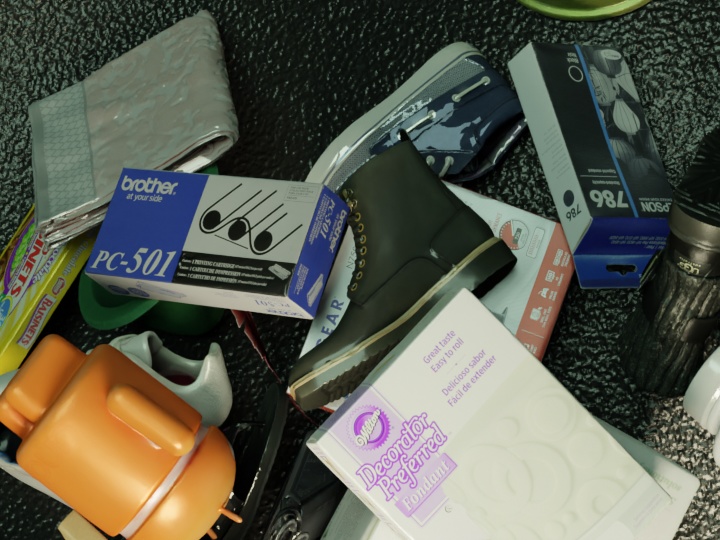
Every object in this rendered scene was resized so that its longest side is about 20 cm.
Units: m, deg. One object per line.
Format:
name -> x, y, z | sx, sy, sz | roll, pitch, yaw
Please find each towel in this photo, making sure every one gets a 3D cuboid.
towel -> -0.195, -0.124, 1.751 | 0.190, 0.032, 0.201 | -27, 37, 10

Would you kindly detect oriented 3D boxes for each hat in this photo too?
hat -> -0.121, 0.023, 1.738 | 0.165, 0.176, 0.201 | -21, 45, 42

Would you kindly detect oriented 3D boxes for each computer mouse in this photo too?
computer mouse -> -0.045, 0.199, 1.589 | 0.052, 0.200, 0.139 | 23, 119, -1

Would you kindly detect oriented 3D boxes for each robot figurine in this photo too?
robot figurine -> -0.178, 0.136, 1.565 | 0.200, 0.117, 0.144 | 38, 112, -5

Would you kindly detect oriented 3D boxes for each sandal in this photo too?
sandal -> -0.110, 0.180, 1.639 | 0.048, 0.075, 0.202 | 23, 93, -15

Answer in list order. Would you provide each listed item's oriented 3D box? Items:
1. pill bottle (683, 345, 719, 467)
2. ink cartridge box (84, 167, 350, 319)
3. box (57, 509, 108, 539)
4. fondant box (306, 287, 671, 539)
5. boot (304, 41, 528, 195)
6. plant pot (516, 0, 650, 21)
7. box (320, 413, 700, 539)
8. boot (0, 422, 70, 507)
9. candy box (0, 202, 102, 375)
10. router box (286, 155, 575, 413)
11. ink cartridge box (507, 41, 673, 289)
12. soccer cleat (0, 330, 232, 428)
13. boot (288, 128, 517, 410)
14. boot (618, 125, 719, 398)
pill bottle -> 0.331, 0.133, 1.497 | 0.200, 0.109, 0.109 | 42, 90, 25
ink cartridge box -> -0.111, -0.023, 1.589 | 0.199, 0.044, 0.095 | 7, 69, 35
box -> -0.143, 0.280, 1.591 | 0.200, 0.164, 0.021 | 39, 71, 25
fondant box -> 0.084, 0.132, 1.376 | 0.200, 0.058, 0.144 | 45, 82, -2
boot -> 0.044, -0.091, 1.684 | 0.200, 0.073, 0.090 | -45, 60, 1
plant pot -> 0.166, -0.327, 1.653 | 0.199, 0.184, 0.202 | -6, 72, 18
box -> 0.097, 0.186, 1.491 | 0.198, 0.171, 0.201 | 29, 85, -6
boot -> -0.231, 0.162, 1.692 | 0.199, 0.096, 0.074 | 15, 79, 23
candy box -> -0.277, -0.001, 1.773 | 0.102, 0.026, 0.201 | 27, 83, 53
router box -> 0.060, 0.037, 1.623 | 0.178, 0.049, 0.201 | 20, 83, 5
ink cartridge box -> 0.188, -0.083, 1.620 | 0.039, 0.099, 0.201 | -39, 60, 48
soccer cleat -> -0.199, 0.083, 1.647 | 0.198, 0.070, 0.087 | 3, 119, 2
boot -> 0.000, 0.000, 1.575 | 0.199, 0.078, 0.139 | -35, 78, -16
boot -> 0.266, -0.012, 1.575 | 0.079, 0.211, 0.159 | 25, 125, 21
